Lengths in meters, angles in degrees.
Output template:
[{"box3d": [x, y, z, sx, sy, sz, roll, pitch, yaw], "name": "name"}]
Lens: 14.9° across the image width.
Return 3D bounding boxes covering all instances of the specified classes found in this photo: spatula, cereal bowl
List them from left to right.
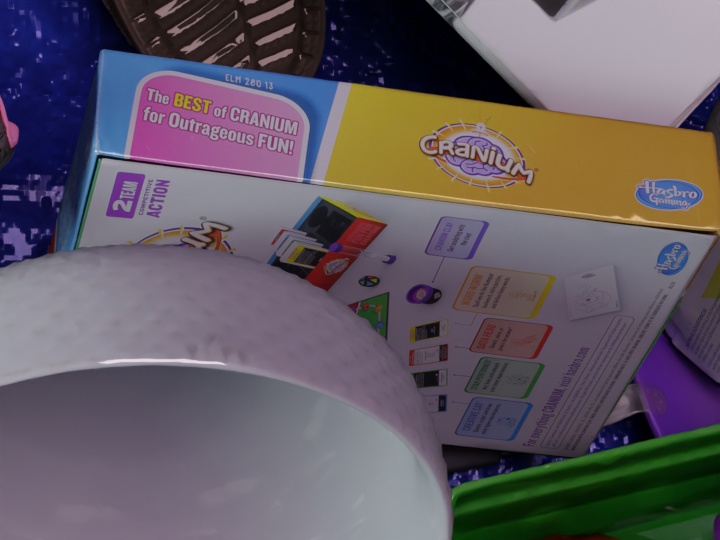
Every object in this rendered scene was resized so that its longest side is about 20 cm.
[{"box3d": [-0.073, 0.058, 0.867, 0.200, 0.200, 0.083, 6, 49, -17], "name": "cereal bowl"}, {"box3d": [0.064, 0.057, 0.993, 0.200, 0.021, 0.057, -10, 65, -18], "name": "spatula"}]

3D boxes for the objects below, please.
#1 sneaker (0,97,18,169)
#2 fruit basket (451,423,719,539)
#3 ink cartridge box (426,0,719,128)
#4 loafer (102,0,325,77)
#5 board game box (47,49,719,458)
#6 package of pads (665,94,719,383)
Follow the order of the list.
[{"box3d": [-0.166, -0.093, 0.832, 0.095, 0.079, 0.200, -28, 71, -1], "name": "sneaker"}, {"box3d": [0.133, 0.125, 0.905, 0.215, 0.216, 0.156, -12, 81, -21], "name": "fruit basket"}, {"box3d": [0.040, -0.137, 0.946, 0.083, 0.147, 0.200, -44, 101, 6], "name": "ink cartridge box"}, {"box3d": [-0.076, -0.144, 0.964, 0.076, 0.068, 0.200, -29, 109, -5], "name": "loafer"}, {"box3d": [0.000, 0.000, 0.905, 0.199, 0.153, 0.040, 7, 56, -12], "name": "board game box"}, {"box3d": [0.198, -0.055, 0.995, 0.200, 0.155, 0.068, -31, 69, -25], "name": "package of pads"}]
